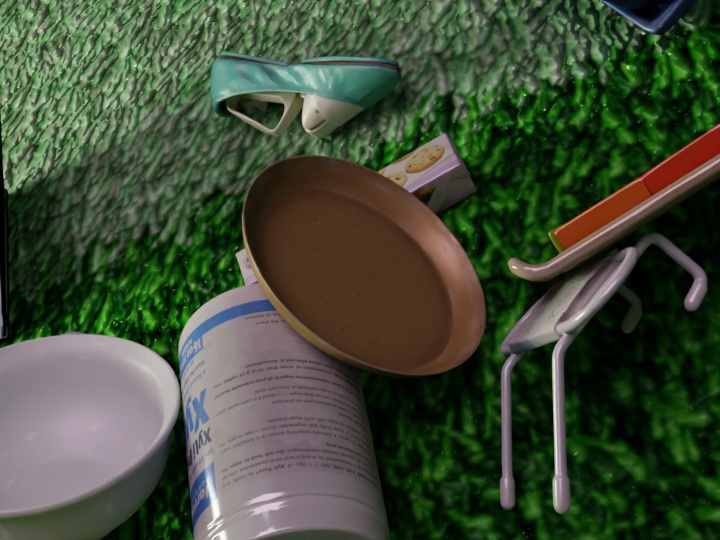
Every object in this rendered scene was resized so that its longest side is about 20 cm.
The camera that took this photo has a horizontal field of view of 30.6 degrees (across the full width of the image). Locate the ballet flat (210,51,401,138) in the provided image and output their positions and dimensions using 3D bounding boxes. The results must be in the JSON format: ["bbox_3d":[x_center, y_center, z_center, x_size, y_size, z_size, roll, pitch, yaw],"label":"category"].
[{"bbox_3d":[-0.051,-0.151,1.153,0.198,0.067,0.071,7,86,33],"label":"ballet flat"}]

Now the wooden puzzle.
[{"bbox_3d":[0.189,-0.046,0.867,0.199,0.185,0.038,-28,85,7],"label":"wooden puzzle"}]

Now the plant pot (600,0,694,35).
[{"bbox_3d":[0.201,-0.312,1.016,0.201,0.179,0.200,-52,46,12],"label":"plant pot"}]

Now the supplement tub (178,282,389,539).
[{"bbox_3d":[-0.056,0.121,0.909,0.131,0.132,0.201,-23,49,14],"label":"supplement tub"}]

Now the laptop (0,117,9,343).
[{"bbox_3d":[-0.378,-0.027,1.208,0.198,0.116,0.189,-24,49,13],"label":"laptop"}]

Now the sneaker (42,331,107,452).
[{"bbox_3d":[-0.236,0.143,1.037,0.098,0.078,0.202,11,65,31],"label":"sneaker"}]

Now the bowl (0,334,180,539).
[{"bbox_3d":[-0.221,0.138,0.943,0.198,0.091,0.202,-3,31,2],"label":"bowl"}]

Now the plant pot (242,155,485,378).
[{"bbox_3d":[0.000,0.000,0.947,0.028,0.198,0.201,-52,37,37],"label":"plant pot"}]

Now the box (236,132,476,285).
[{"bbox_3d":[-0.004,-0.038,1.054,0.199,0.039,0.042,-29,48,9],"label":"box"}]

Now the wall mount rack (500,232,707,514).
[{"bbox_3d":[0.135,0.063,0.841,0.074,0.200,0.174,40,77,-1],"label":"wall mount rack"}]
